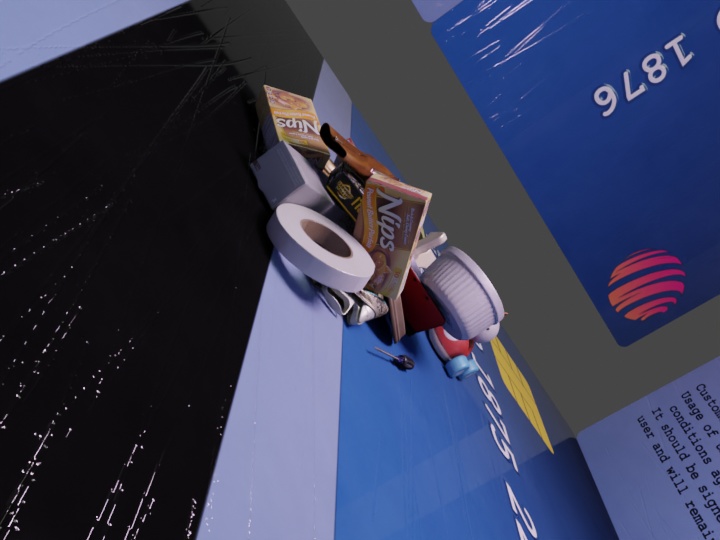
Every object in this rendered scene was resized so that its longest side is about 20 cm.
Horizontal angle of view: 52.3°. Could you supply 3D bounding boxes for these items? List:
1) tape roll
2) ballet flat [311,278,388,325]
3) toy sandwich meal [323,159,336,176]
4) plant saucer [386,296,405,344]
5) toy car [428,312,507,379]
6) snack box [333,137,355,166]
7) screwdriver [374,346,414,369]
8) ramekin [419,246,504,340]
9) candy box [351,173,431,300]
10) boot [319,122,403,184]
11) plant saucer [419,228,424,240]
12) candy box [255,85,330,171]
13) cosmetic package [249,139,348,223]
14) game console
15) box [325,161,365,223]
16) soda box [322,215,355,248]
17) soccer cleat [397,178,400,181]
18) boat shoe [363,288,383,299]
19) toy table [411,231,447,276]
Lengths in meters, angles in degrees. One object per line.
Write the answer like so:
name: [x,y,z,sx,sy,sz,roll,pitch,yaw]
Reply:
tape roll: [-0.066,-0.040,1.245,0.201,0.037,0.203,31,20,-12]
ballet flat: [-0.023,0.053,1.323,0.200,0.067,0.076,41,43,-37]
toy sandwich meal: [-0.098,-0.230,1.645,0.206,0.070,0.205,51,5,-6]
plant saucer: [0.067,0.050,1.522,0.200,0.029,0.204,-9,90,-88]
toy car: [0.287,0.151,1.901,0.186,0.198,0.177,63,15,22]
snack box: [-0.036,-0.233,1.730,0.073,0.024,0.200,62,-19,10]
screwdriver: [0.062,0.171,1.435,0.199,0.029,0.028,27,34,-59]
ramekin: [0.213,0.059,1.613,0.201,0.104,0.201,51,-11,14]
candy box: [0.046,-0.061,1.339,0.114,0.203,0.055,20,24,9]
boot: [0.023,-0.187,1.405,0.200,0.068,0.190,34,22,-56]
plant saucer: [0.092,-0.117,1.869,0.199,0.031,0.201,35,-30,23]
candy box: [-0.141,-0.289,1.502,0.114,0.056,0.202,10,40,-29]
cosmetic package: [-0.111,-0.149,1.368,0.108,0.090,0.200,60,10,20]
game console: [0.107,0.034,1.674,0.201,0.118,0.173,57,21,-10]
box: [0.015,-0.117,1.447,0.201,0.049,0.160,50,9,-13]
soda box: [-0.038,-0.070,1.489,0.064,0.068,0.201,53,16,-21]
soccer cleat: [0.038,-0.157,1.596,0.200,0.064,0.085,-162,-116,-67]
boat shoe: [0.000,0.000,1.473,0.068,0.072,0.201,44,15,-30]
toy table: [0.113,-0.049,1.772,0.182,0.117,0.202,16,-41,45]
